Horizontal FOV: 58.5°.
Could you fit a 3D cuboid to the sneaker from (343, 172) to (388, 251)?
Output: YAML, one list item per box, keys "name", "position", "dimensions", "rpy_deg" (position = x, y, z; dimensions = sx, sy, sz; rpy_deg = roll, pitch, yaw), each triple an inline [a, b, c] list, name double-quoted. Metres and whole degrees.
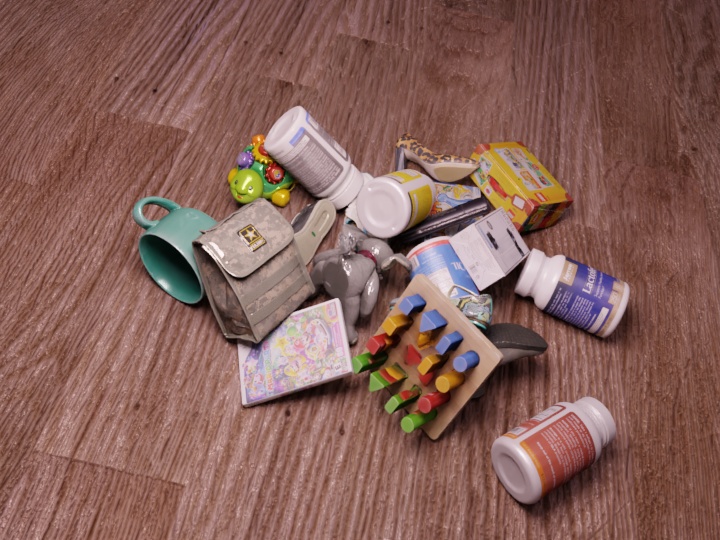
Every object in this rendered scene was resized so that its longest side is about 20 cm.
- name: "sneaker"
  position: [0.002, -0.126, 1.341]
  dimensions: [0.079, 0.077, 0.203]
  rpy_deg: [-6, 53, -11]

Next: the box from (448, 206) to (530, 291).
- name: "box"
  position: [0.257, -0.048, 1.262]
  dimensions: [0.118, 0.060, 0.199]
  rpy_deg: [58, 31, 4]

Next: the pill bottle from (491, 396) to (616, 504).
- name: "pill bottle"
  position: [0.324, 0.290, 1.068]
  dimensions: [0.197, 0.113, 0.113]
  rpy_deg: [-21, 60, -23]

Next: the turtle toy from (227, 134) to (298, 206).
- name: "turtle toy"
  position: [-0.205, -0.206, 1.345]
  dimensions: [0.143, 0.102, 0.202]
  rpy_deg: [22, 53, 7]

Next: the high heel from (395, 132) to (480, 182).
- name: "high heel"
  position: [0.171, -0.270, 1.454]
  dimensions: [0.195, 0.072, 0.145]
  rpy_deg: [-4, 57, 15]

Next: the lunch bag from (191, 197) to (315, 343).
- name: "lunch bag"
  position: [-0.189, -0.007, 1.122]
  dimensions: [0.116, 0.203, 0.164]
  rpy_deg: [1, 31, 42]

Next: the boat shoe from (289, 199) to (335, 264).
- name: "boat shoe"
  position: [-0.125, -0.061, 1.289]
  dimensions: [0.067, 0.072, 0.201]
  rpy_deg: [5, 50, 43]

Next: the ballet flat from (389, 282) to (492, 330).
- name: "ballet flat"
  position: [0.142, 0.056, 1.124]
  dimensions: [0.197, 0.075, 0.075]
  rpy_deg: [9, 47, 33]

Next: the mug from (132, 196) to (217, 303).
- name: "mug"
  position: [-0.310, -0.048, 1.160]
  dimensions: [0.150, 0.188, 0.115]
  rpy_deg: [18, 46, 27]

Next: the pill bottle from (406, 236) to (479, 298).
- name: "pill bottle"
  position: [0.166, 0.049, 1.212]
  dimensions: [0.110, 0.113, 0.203]
  rpy_deg: [-13, 66, -19]

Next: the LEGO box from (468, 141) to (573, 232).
- name: "LEGO box"
  position: [0.350, -0.190, 1.425]
  dimensions: [0.147, 0.078, 0.202]
  rpy_deg: [-11, 55, -36]

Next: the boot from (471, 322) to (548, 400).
- name: "boot"
  position: [0.226, 0.166, 1.141]
  dimensions: [0.195, 0.133, 0.068]
  rpy_deg: [1, 28, -18]

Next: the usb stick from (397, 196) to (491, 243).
- name: "usb stick"
  position: [0.169, -0.102, 1.305]
  dimensions: [0.196, 0.033, 0.056]
  rpy_deg: [-20, 23, 9]

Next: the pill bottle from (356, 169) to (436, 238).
- name: "pill bottle"
  position: [0.079, -0.137, 1.255]
  dimensions: [0.110, 0.113, 0.199]
  rpy_deg: [33, 27, 15]

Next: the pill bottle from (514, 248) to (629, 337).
- name: "pill bottle"
  position: [0.412, 0.040, 1.266]
  dimensions: [0.197, 0.117, 0.117]
  rpy_deg: [24, 53, 8]

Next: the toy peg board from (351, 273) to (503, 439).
- name: "toy peg board"
  position: [0.093, 0.150, 1.061]
  dimensions: [0.200, 0.201, 0.097]
  rpy_deg: [45, 29, 23]

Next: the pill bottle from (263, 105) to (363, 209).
- name: "pill bottle"
  position: [-0.090, -0.223, 1.307]
  dimensions: [0.200, 0.113, 0.115]
  rpy_deg: [42, 45, -30]

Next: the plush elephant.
- name: "plush elephant"
  position: [0.000, 0.000, 1.204]
  dimensions: [0.153, 0.203, 0.164]
  rpy_deg: [-18, 49, -43]

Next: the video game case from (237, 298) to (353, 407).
- name: "video game case"
  position: [-0.117, 0.140, 1.111]
  dimensions: [0.196, 0.018, 0.145]
  rpy_deg: [-18, 56, 7]

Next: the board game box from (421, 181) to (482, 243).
- name: "board game box"
  position: [0.196, -0.103, 1.383]
  dimensions: [0.132, 0.035, 0.203]
  rpy_deg: [7, 53, -5]
